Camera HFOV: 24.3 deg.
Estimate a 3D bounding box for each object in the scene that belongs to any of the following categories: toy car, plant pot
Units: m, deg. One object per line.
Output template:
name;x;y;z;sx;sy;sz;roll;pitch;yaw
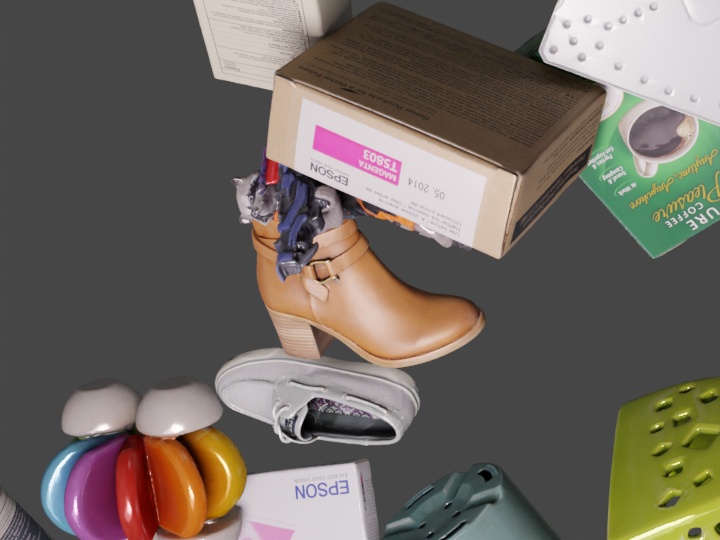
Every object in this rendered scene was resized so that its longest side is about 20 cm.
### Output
toy car;-0.212;0.200;1.562;0.198;0.150;0.177;-3;106;29
plant pot;0.332;0.197;1.377;0.181;0.201;0.199;-31;111;26
plant pot;0.122;0.297;1.532;0.199;0.200;0.197;-27;105;32

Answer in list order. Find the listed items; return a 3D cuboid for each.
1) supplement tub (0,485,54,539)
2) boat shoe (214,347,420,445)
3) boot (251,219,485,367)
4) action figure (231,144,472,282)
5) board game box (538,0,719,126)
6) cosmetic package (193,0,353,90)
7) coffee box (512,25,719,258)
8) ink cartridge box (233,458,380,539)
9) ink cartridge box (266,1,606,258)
supplement tub;-0.402;0.290;1.724;0.140;0.141;0.200;-27;113;33
boat shoe;-0.047;0.121;1.522;0.198;0.072;0.071;4;127;18
boot;0.000;0.000;1.421;0.198;0.074;0.156;-4;120;18
action figure;-0.011;-0.045;1.320;0.191;0.201;0.105;4;139;14
board game box;0.251;-0.209;1.176;0.198;0.026;0.202;19;117;-3
cosmetic package;-0.067;-0.218;1.231;0.102;0.074;0.201;12;154;11
coffee box;0.212;-0.114;1.281;0.200;0.044;0.123;45;126;-15
ink cartridge box;-0.070;0.292;1.611;0.194;0.043;0.203;-11;84;24
ink cartridge box;0.055;-0.107;1.214;0.198;0.165;0.076;25;128;19
